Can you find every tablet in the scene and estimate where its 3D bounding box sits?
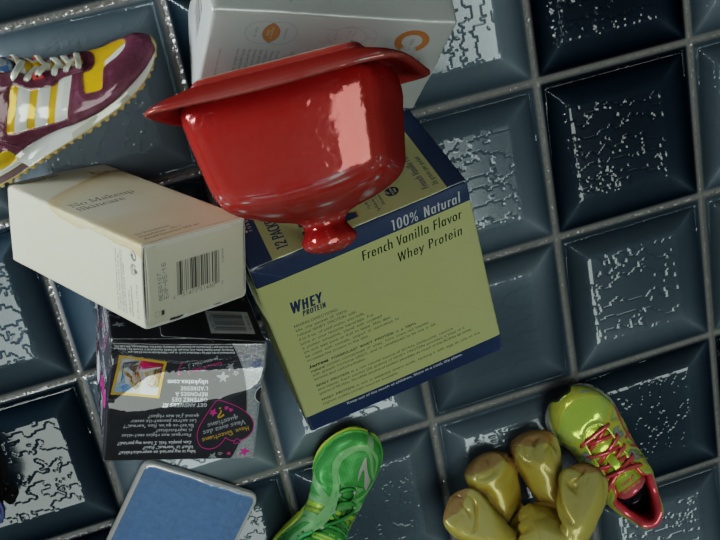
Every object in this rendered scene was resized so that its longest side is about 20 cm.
[{"bbox_3d":[-0.204,0.297,1.178,0.130,0.014,0.200,22,102,-22],"label":"tablet"}]

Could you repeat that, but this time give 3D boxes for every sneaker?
[{"bbox_3d":[0.275,0.203,1.234,0.078,0.090,0.200,-38,114,3],"label":"sneaker"},{"bbox_3d":[-0.030,0.254,1.171,0.074,0.084,0.200,23,102,-22],"label":"sneaker"},{"bbox_3d":[-0.267,-0.153,0.956,0.200,0.075,0.090,-37,121,-1],"label":"sneaker"}]

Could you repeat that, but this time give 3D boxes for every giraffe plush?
[{"bbox_3d":[0.197,0.298,1.225,0.172,0.200,0.162,-28,144,-7],"label":"giraffe plush"}]

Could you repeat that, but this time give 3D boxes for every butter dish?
[{"bbox_3d":[-0.038,-0.086,0.885,0.199,0.200,0.148,-11,93,10],"label":"butter dish"}]

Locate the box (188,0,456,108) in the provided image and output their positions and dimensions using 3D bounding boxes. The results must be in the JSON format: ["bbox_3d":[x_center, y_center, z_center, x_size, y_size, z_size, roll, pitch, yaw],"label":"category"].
[{"bbox_3d":[-0.037,-0.213,0.954,0.199,0.098,0.124,0,154,-16],"label":"box"}]

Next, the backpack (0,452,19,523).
[{"bbox_3d":[-0.432,0.192,1.006,0.190,0.154,0.200,-20,118,4],"label":"backpack"}]

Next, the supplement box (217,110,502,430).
[{"bbox_3d":[0.000,0.000,1.032,0.200,0.134,0.200,-23,129,-7],"label":"supplement box"}]

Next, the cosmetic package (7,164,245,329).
[{"bbox_3d":[-0.196,-0.026,0.942,0.103,0.200,0.073,-20,121,-43],"label":"cosmetic package"}]

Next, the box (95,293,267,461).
[{"bbox_3d":[-0.163,0.072,1.000,0.132,0.200,0.115,2,111,-16],"label":"box"}]
